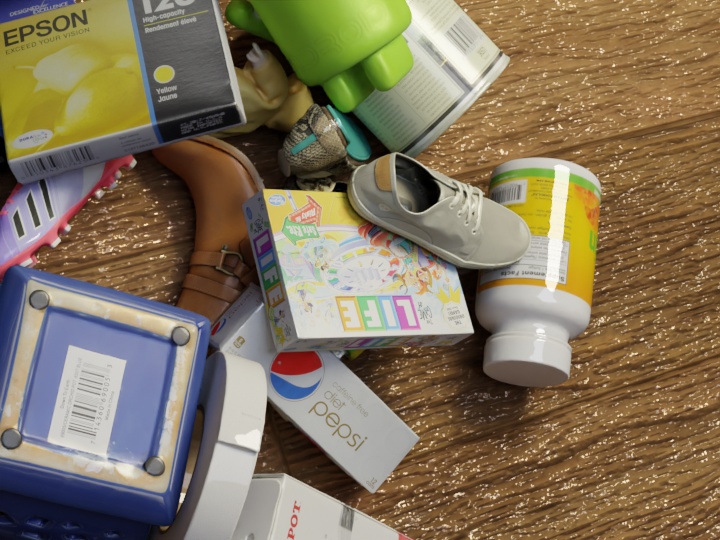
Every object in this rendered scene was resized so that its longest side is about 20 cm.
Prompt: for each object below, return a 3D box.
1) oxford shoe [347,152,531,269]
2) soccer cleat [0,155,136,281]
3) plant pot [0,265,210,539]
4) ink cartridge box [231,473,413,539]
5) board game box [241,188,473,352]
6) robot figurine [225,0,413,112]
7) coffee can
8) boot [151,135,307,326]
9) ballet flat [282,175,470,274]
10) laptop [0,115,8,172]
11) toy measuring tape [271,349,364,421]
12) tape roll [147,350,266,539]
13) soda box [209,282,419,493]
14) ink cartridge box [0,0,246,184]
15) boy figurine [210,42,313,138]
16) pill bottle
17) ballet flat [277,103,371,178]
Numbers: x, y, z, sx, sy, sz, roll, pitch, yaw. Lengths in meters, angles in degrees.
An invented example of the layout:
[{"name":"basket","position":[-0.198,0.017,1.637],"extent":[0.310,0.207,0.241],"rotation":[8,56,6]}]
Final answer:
[{"name":"oxford shoe","position":[0.081,-0.053,1.423],"extent":[0.199,0.058,0.076],"rotation":[20,54,-32]},{"name":"soccer cleat","position":[-0.272,-0.065,1.371],"extent":[0.077,0.067,0.200],"rotation":[47,49,-9]},{"name":"plant pot","position":[-0.233,0.113,1.283],"extent":[0.199,0.180,0.201],"rotation":[17,68,-20]},{"name":"ink cartridge box","position":[-0.045,0.269,1.332],"extent":[0.200,0.083,0.148],"rotation":[35,60,-42]},{"name":"board game box","position":[0.000,0.000,1.391],"extent":[0.199,0.034,0.135],"rotation":[0,68,-40]},{"name":"robot figurine","position":[-0.033,-0.241,1.378],"extent":[0.201,0.175,0.116],"rotation":[57,32,-11]},{"name":"coffee can","position":[0.022,-0.221,1.515],"extent":[0.200,0.146,0.146],"rotation":[46,62,-6]},{"name":"boot","position":[-0.131,-0.027,1.440],"extent":[0.199,0.077,0.156],"rotation":[30,81,-5]},{"name":"ballet flat","position":[0.024,-0.053,1.501],"extent":[0.199,0.046,0.068],"rotation":[21,39,-6]},{"name":"laptop","position":[-0.341,-0.177,1.361],"extent":[0.103,0.200,0.177],"rotation":[-44,95,12]},{"name":"toy measuring tape","position":[-0.004,0.056,1.464],"extent":[0.074,0.074,0.200],"rotation":[46,62,-6]},{"name":"tape roll","position":[-0.128,0.165,1.287],"extent":[0.037,0.203,0.204],"rotation":[19,68,-15]},{"name":"soda box","position":[-0.043,0.103,1.402],"extent":[0.068,0.064,0.200],"rotation":[-48,112,-7]},{"name":"ink cartridge box","position":[-0.212,-0.188,1.358],"extent":[0.196,0.047,0.201],"rotation":[-16,64,0]},{"name":"boy figurine","position":[-0.115,-0.165,1.456],"extent":[0.199,0.124,0.065],"rotation":[3,58,-41]},{"name":"pill bottle","position":[0.168,0.004,1.534],"extent":[0.110,0.111,0.201],"rotation":[15,69,-19]},{"name":"ballet flat","position":[-0.040,-0.112,1.449],"extent":[0.075,0.200,0.068],"rotation":[-32,88,6]}]
